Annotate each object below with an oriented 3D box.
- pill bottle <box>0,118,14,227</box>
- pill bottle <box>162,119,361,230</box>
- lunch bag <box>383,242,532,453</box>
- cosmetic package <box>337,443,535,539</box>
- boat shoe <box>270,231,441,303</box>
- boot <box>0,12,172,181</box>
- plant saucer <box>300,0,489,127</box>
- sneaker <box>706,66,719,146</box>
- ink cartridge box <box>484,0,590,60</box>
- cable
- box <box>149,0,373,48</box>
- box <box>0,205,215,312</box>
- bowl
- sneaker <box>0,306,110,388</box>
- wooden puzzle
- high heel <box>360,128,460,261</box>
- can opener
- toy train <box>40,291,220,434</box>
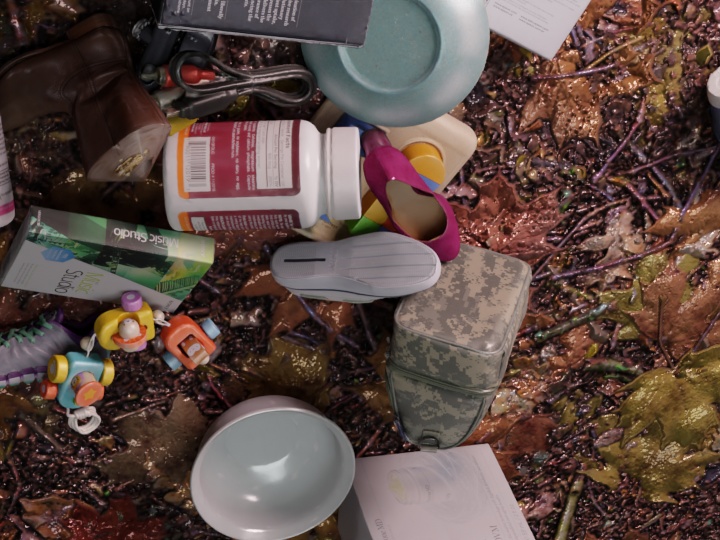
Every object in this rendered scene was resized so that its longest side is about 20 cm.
[{"bbox_3d":[-0.406,-0.138,1.497,0.113,0.113,0.201,-8,103,-11],"label":"pill bottle"},{"bbox_3d":[-0.100,-0.100,1.611,0.199,0.114,0.115,-1,123,2],"label":"pill bottle"},{"bbox_3d":[0.106,0.090,1.762,0.139,0.200,0.168,13,128,10],"label":"lunch bag"},{"bbox_3d":[0.090,0.329,1.912,0.199,0.200,0.123,-6,123,-13],"label":"cosmetic package"},{"bbox_3d":[0.000,0.000,1.727,0.199,0.074,0.067,5,155,22],"label":"boat shoe"},{"bbox_3d":[-0.282,-0.139,1.502,0.186,0.200,0.064,-37,143,12],"label":"boot"},{"bbox_3d":[0.032,-0.239,1.584,0.200,0.039,0.202,3,111,9],"label":"plant saucer"},{"bbox_3d":[0.496,-0.204,1.773,0.200,0.081,0.147,-31,133,1],"label":"sneaker"},{"bbox_3d":[0.170,-0.344,1.604,0.196,0.043,0.200,23,112,-25],"label":"ink cartridge box"},{"bbox_3d":[-0.136,-0.195,1.572,0.200,0.050,0.097,-20,131,-32],"label":"cable"},{"bbox_3d":[-0.099,-0.309,1.452,0.196,0.200,0.124,4,119,-19],"label":"box"},{"bbox_3d":[-0.272,-0.009,1.649,0.199,0.036,0.144,9,154,-22],"label":"box"},{"bbox_3d":[-0.112,0.221,1.852,0.200,0.090,0.202,-7,123,-11],"label":"bowl"},{"bbox_3d":[-0.371,0.078,1.707,0.199,0.074,0.088,0,112,-29],"label":"sneaker"},{"bbox_3d":[0.010,-0.106,1.706,0.185,0.046,0.200,27,111,-28],"label":"wooden puzzle"},{"bbox_3d":[0.059,-0.059,1.666,0.067,0.096,0.200,-33,126,11],"label":"high heel"},{"bbox_3d":[-0.217,-0.187,1.576,0.078,0.063,0.200,33,114,1],"label":"can opener"},{"bbox_3d":[-0.251,0.109,1.703,0.200,0.056,0.150,-37,133,-3],"label":"toy train"}]
